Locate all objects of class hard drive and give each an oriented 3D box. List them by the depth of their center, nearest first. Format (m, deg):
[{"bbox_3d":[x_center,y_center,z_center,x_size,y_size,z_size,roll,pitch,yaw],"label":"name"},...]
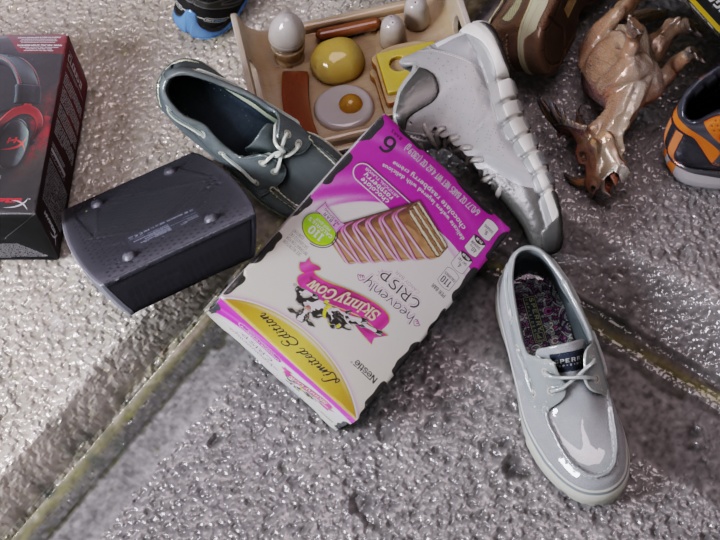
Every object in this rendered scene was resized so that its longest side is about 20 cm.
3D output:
[{"bbox_3d":[-0.153,-0.030,1.091,0.134,0.043,0.200,-26,24,-11],"label":"hard drive"}]

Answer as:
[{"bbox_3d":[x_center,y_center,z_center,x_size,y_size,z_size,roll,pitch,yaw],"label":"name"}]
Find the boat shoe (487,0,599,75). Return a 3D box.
[{"bbox_3d":[0.162,-0.250,1.236,0.074,0.075,0.203,8,48,34],"label":"boat shoe"}]

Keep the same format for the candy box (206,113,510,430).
[{"bbox_3d":[0.000,0.000,1.080,0.136,0.061,0.200,41,69,-4],"label":"candy box"}]

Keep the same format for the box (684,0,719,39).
[{"bbox_3d":[0.276,-0.245,1.174,0.049,0.159,0.200,-41,63,14],"label":"box"}]

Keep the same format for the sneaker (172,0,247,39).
[{"bbox_3d":[-0.105,-0.297,1.268,0.070,0.083,0.200,25,66,1],"label":"sneaker"}]

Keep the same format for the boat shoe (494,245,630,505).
[{"bbox_3d":[0.144,0.072,1.050,0.070,0.072,0.202,-15,60,-5],"label":"boat shoe"}]

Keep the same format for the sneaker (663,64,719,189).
[{"bbox_3d":[0.342,-0.113,1.119,0.199,0.112,0.078,-2,60,3],"label":"sneaker"}]

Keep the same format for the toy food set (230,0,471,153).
[{"bbox_3d":[-0.001,-0.181,1.212,0.199,0.061,0.144,-13,60,-3],"label":"toy food set"}]

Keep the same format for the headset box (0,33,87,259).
[{"bbox_3d":[-0.315,-0.112,1.185,0.148,0.075,0.201,1,60,5],"label":"headset box"}]

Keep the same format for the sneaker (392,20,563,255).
[{"bbox_3d":[0.082,-0.091,1.141,0.115,0.075,0.201,-19,75,0],"label":"sneaker"}]

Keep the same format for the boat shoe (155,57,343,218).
[{"bbox_3d":[-0.079,-0.096,1.132,0.200,0.062,0.073,37,95,-4],"label":"boat shoe"}]

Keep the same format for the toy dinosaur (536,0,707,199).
[{"bbox_3d":[0.208,-0.166,1.184,0.086,0.136,0.201,36,37,-16],"label":"toy dinosaur"}]
